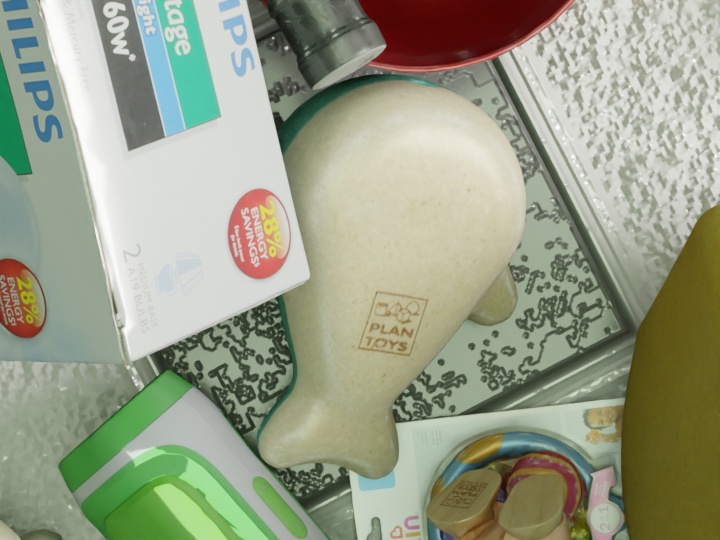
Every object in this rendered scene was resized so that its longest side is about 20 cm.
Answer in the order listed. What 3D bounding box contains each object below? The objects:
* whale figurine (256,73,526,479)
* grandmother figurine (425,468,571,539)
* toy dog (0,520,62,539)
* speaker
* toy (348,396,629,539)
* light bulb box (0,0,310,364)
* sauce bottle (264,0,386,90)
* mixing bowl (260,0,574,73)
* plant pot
[{"bbox_3d":[0.000,0.000,1.202,0.159,0.104,0.201,7,106,-26],"label":"whale figurine"},{"bbox_3d":[0.086,0.192,1.189,0.061,0.121,0.200,-40,123,-37],"label":"grandmother figurine"},{"bbox_3d":[-0.264,0.126,1.147,0.140,0.194,0.200,-44,100,7],"label":"toy dog"},{"bbox_3d":[-0.057,0.147,1.201,0.088,0.088,0.200,-41,91,-1],"label":"speaker"},{"bbox_3d":[0.098,0.126,1.223,0.199,0.047,0.116,-7,89,-2],"label":"toy"},{"bbox_3d":[-0.153,-0.067,1.114,0.200,0.125,0.199,-2,106,42],"label":"light bulb box"},{"bbox_3d":[-0.054,-0.178,1.111,0.066,0.066,0.200,-31,90,-2],"label":"sauce bottle"},{"bbox_3d":[0.029,-0.192,1.190,0.199,0.108,0.201,0,90,2],"label":"mixing bowl"},{"bbox_3d":[0.229,0.072,1.142,0.195,0.194,0.200,-7,57,-19],"label":"plant pot"}]
